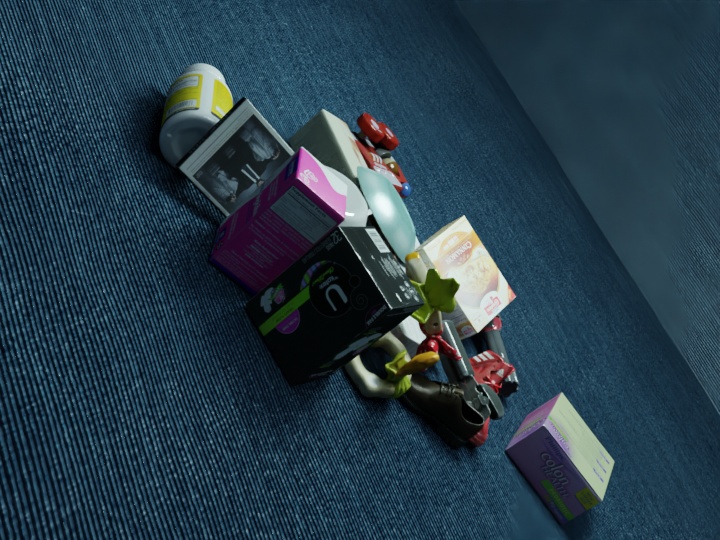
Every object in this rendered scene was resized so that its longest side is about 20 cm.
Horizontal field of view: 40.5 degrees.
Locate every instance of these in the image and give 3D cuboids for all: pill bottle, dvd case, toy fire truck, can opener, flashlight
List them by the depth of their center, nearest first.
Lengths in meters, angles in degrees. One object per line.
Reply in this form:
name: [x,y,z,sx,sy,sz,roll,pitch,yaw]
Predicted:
dvd case: [-0.170,-0.147,1.526,0.200,0.150,0.025,47,-7,-31]
pill bottle: [-0.263,-0.254,1.583,0.111,0.111,0.201,37,28,-29]
can opener: [0.184,0.183,1.734,0.066,0.053,0.201,-4,60,-44]
flashlight: [0.278,0.167,2.013,0.067,0.068,0.201,19,42,-34]
toy fire truck: [0.034,-0.222,2.043,0.168,0.112,0.200,57,17,19]

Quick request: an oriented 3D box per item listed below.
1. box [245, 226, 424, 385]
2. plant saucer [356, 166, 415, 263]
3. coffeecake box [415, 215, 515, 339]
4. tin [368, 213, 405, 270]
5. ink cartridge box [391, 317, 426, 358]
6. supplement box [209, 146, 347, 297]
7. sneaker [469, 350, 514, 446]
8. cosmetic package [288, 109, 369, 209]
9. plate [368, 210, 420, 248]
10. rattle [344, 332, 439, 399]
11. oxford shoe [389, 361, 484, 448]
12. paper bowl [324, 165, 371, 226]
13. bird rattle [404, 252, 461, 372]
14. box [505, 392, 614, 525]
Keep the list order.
box: [-0.038,0.050,1.436,0.149,0.200,0.124,57,23,14]
plant saucer: [0.057,-0.107,1.765,0.202,0.039,0.201,59,12,-20]
coffeecake box: [0.201,0.016,1.970,0.153,0.073,0.201,-37,96,-41]
tin: [0.057,-0.026,1.776,0.112,0.042,0.201,58,12,-47]
ink cartridge box: [0.080,0.073,1.810,0.176,0.045,0.201,29,32,-42]
supplement box: [-0.122,-0.071,1.461,0.103,0.200,0.101,41,25,-22]
sneaker: [0.224,0.217,1.771,0.078,0.115,0.200,37,27,-29]
cosmetic package: [-0.050,-0.199,1.896,0.087,0.103,0.201,22,38,-51]
plate: [0.043,-0.097,2.003,0.200,0.032,0.200,21,37,-49]
rattle: [0.033,0.095,1.573,0.129,0.143,0.201,-3,59,-17]
oxford shoe: [0.131,0.210,1.656,0.200,0.084,0.073,39,30,-16]
paper bowl: [-0.068,-0.102,1.673,0.200,0.104,0.201,27,32,-18]
bird rattle: [0.117,0.060,1.638,0.200,0.112,0.164,67,4,-47]
box: [0.390,0.360,1.889,0.176,0.097,0.200,53,23,4]
